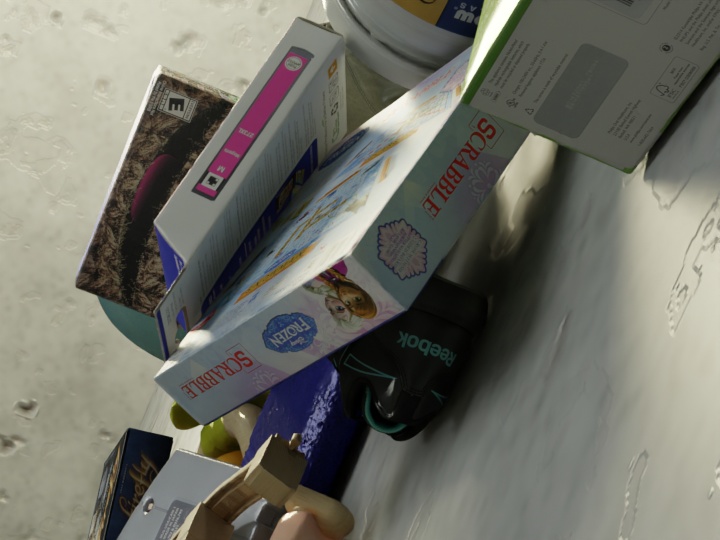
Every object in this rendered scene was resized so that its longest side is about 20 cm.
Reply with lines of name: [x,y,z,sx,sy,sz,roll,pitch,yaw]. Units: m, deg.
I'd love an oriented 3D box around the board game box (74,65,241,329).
board game box: [-0.079,-0.031,1.416,0.097,0.199,0.160,-122,54,-79]

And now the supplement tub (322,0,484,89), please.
supplement tub: [0.068,-0.203,1.082,0.200,0.144,0.145,119,169,-46]

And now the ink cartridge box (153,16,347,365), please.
ink cartridge box: [-0.067,-0.036,1.107,0.201,0.037,0.095,-60,-15,-26]

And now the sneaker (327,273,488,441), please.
sneaker: [0.008,0.047,1.081,0.200,0.075,0.080,146,143,-77]

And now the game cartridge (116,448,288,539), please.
game cartridge: [-0.115,0.208,1.196,0.133,0.041,0.201,11,72,48]

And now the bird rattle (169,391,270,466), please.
bird rattle: [-0.102,0.161,1.462,0.163,0.112,0.201,31,103,66]

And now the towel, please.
towel: [-0.044,0.138,1.312,0.148,0.049,0.201,-128,61,-73]

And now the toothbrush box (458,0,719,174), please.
toothbrush box: [0.121,-0.167,0.847,0.146,0.086,0.201,122,168,-52]

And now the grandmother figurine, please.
grandmother figurine: [-0.068,0.207,1.072,0.200,0.060,0.122,-57,-19,-34]

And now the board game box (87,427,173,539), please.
board game box: [-0.176,0.221,1.403,0.136,0.034,0.201,132,151,-69]

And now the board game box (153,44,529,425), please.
board game box: [0.003,-0.027,1.035,0.200,0.041,0.200,-31,19,52]

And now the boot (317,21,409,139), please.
boot: [0.022,-0.109,1.237,0.201,0.130,0.068,-81,-29,-49]

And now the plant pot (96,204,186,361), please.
plant pot: [-0.090,0.002,1.552,0.135,0.199,0.201,38,109,51]

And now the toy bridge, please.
toy bridge: [-0.091,0.156,1.133,0.200,0.027,0.067,-48,9,27]
